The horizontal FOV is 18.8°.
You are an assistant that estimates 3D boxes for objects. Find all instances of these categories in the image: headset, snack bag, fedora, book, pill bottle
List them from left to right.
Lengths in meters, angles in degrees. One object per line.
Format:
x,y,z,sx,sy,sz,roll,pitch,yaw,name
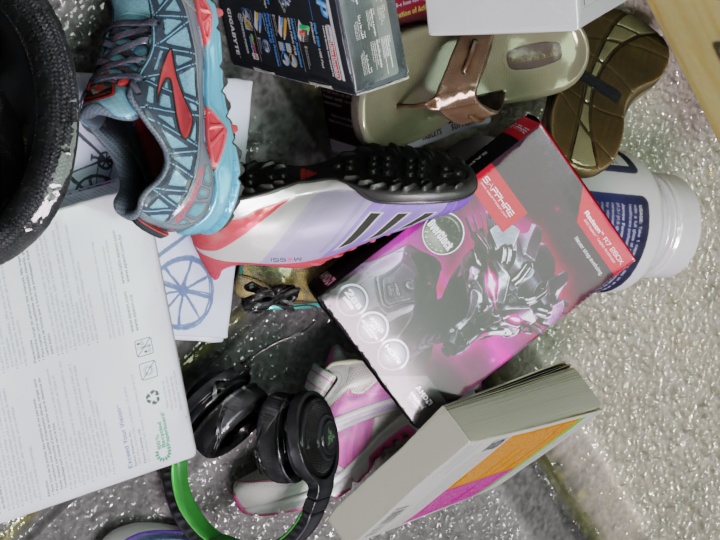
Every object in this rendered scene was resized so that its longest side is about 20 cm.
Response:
-0.242,-0.095,1.354,0.092,0.200,0.201,11,97,-72,fedora
-0.169,-0.041,1.475,0.199,0.021,0.189,0,101,-31,snack bag
-0.076,0.106,1.505,0.094,0.123,0.201,-4,111,-67,headset
0.078,0.137,1.593,0.134,0.048,0.200,-45,163,27,book
0.158,-0.039,1.642,0.199,0.111,0.112,4,100,-34,pill bottle

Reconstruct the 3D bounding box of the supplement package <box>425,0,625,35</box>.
0.127,-0.236,1.514,0.200,0.109,0.114,-34,122,-62,supplement package

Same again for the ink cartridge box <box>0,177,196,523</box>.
-0.218,0.058,1.431,0.199,0.043,0.197,-17,109,-25,ink cartridge box

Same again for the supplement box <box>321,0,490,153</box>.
0.022,-0.189,1.542,0.109,0.061,0.201,-21,113,-28,supplement box

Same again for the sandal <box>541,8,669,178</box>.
0.173,-0.132,1.634,0.080,0.054,0.200,34,46,-6,sandal

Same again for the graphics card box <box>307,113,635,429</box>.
0.078,0.001,1.518,0.200,0.051,0.126,-37,106,-2,graphics card box

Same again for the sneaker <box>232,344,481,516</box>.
-0.015,0.104,1.584,0.200,0.081,0.088,-34,97,-9,sneaker

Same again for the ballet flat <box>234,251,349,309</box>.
0.000,0.000,1.575,0.199,0.071,0.071,4,100,-34,ballet flat

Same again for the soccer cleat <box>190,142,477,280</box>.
-0.018,-0.038,1.479,0.199,0.068,0.073,-6,120,4,soccer cleat

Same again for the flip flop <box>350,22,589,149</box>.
0.082,-0.135,1.521,0.199,0.058,0.081,-15,110,-25,flip flop

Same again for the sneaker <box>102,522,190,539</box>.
-0.082,0.253,1.532,0.200,0.146,0.081,37,81,-35,sneaker

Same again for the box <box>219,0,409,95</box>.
-0.047,-0.223,1.425,0.046,0.159,0.201,-23,113,-29,box

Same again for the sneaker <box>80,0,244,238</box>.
-0.137,-0.121,1.404,0.095,0.079,0.201,-7,79,-43,sneaker

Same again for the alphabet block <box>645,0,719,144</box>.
0.361,-0.214,1.663,0.196,0.196,0.200,-52,125,-31,alphabet block
